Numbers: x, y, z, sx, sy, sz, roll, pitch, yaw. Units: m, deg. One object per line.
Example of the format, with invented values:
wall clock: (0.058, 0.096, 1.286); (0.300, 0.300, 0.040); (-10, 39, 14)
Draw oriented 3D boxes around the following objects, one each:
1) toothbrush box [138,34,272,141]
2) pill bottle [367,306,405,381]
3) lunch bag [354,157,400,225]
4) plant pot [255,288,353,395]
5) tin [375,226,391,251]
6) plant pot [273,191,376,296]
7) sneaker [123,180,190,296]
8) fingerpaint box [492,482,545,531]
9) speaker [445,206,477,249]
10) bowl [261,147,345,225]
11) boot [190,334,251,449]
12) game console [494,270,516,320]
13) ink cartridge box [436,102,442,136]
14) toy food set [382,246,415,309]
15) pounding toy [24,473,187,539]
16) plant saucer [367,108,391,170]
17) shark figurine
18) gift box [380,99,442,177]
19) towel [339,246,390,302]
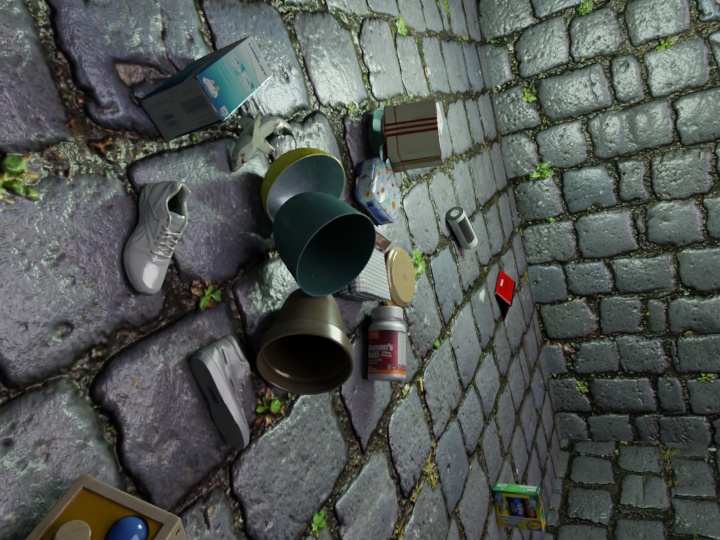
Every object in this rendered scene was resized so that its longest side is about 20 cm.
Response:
toothbrush box: (-0.275, -0.334, 0.935); (0.086, 0.145, 0.201); (61, 35, -33)
pill bottle: (0.075, 0.208, 1.452); (0.109, 0.109, 0.202); (25, 62, -56)
lunch bag: (0.052, -0.235, 1.559); (0.200, 0.075, 0.162); (41, 52, -50)
plant pot: (-0.112, 0.136, 1.094); (0.174, 0.198, 0.201); (-90, 154, -50)
tin: (0.019, -0.116, 1.440); (0.112, 0.042, 0.200); (52, 13, 32)
plant pot: (-0.092, -0.073, 1.091); (0.199, 0.161, 0.202); (-27, 139, -26)
sneaker: (-0.330, -0.059, 0.840); (0.070, 0.080, 0.202); (28, 60, -57)
fingerpaint box: (0.691, 1.031, 2.241); (0.073, 0.198, 0.169); (-12, 94, -59)
speaker: (0.440, -0.181, 2.219); (0.200, 0.081, 0.082); (53, 40, -41)
bowl: (-0.144, -0.199, 1.147); (0.108, 0.200, 0.200); (49, 12, 33)
boot: (-0.231, 0.220, 0.947); (0.095, 0.073, 0.202); (-36, 113, -50)
game console: (0.770, 0.134, 2.783); (0.172, 0.119, 0.201); (38, 42, -9)
ink cartridge box: (0.206, -0.508, 1.781); (0.200, 0.144, 0.084); (-69, 144, -61)
toy food set: (0.122, 0.024, 1.641); (0.197, 0.048, 0.202); (7, 77, -60)
pounding toy: (-0.350, 0.358, 0.616); (0.185, 0.198, 0.143); (-58, 160, -48)
plant saucer: (0.073, -0.424, 1.678); (0.200, 0.036, 0.202); (23, 63, -57)
shark figurine: (-0.215, -0.309, 1.112); (0.214, 0.089, 0.129); (-40, 151, -48)
gift box: (0.159, -0.404, 1.612); (0.200, 0.185, 0.187); (48, 38, -74)
towel: (0.000, 0.000, 1.399); (0.200, 0.085, 0.167); (21, 58, -62)
